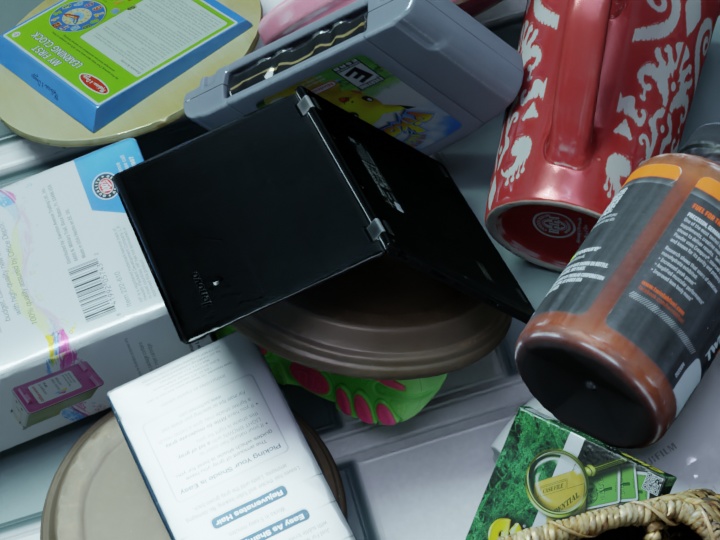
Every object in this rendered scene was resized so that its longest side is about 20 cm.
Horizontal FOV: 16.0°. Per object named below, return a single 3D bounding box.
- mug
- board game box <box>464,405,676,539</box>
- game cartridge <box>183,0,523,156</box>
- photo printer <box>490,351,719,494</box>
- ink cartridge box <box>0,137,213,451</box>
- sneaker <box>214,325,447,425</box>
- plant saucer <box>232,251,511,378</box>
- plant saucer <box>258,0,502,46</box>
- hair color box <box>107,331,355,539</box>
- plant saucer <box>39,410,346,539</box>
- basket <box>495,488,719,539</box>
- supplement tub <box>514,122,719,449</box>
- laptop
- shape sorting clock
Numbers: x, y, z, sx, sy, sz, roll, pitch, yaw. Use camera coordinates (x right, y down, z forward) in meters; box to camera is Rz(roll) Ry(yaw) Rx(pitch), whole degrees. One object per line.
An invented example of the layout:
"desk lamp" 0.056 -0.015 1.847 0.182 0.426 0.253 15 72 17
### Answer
"mug" 0.142 -0.118 1.664 0.133 0.177 0.201 -2 62 39
"board game box" 0.103 0.193 1.522 0.104 0.023 0.201 24 97 27
"game cartridge" 0.000 -0.113 1.662 0.199 0.133 0.041 -23 55 36
"photo printer" 0.188 0.135 1.572 0.166 0.070 0.200 -31 63 -9
"ink cartridge box" -0.211 0.022 1.672 0.199 0.085 0.145 -21 55 -5
"sneaker" -0.025 0.035 1.664 0.199 0.077 0.084 31 38 26
"plant saucer" 0.000 0.000 1.615 0.199 0.030 0.201 7 31 -5
"plant saucer" 0.031 -0.182 1.705 0.200 0.201 0.051 -25 88 -6
"hair color box" -0.069 0.146 1.565 0.100 0.061 0.201 -25 61 -6
"plant saucer" -0.108 0.157 1.624 0.199 0.030 0.201 -3 61 5
"basket" 0.164 0.226 1.402 0.142 0.149 0.201 -15 83 21
"supplement tub" 0.184 0.003 1.548 0.107 0.107 0.200 27 61 20
"laptop" -0.023 -0.015 1.582 0.116 0.199 0.188 -52 35 18
"shape sorting clock" -0.162 -0.151 1.768 0.199 0.039 0.201 -9 39 7
